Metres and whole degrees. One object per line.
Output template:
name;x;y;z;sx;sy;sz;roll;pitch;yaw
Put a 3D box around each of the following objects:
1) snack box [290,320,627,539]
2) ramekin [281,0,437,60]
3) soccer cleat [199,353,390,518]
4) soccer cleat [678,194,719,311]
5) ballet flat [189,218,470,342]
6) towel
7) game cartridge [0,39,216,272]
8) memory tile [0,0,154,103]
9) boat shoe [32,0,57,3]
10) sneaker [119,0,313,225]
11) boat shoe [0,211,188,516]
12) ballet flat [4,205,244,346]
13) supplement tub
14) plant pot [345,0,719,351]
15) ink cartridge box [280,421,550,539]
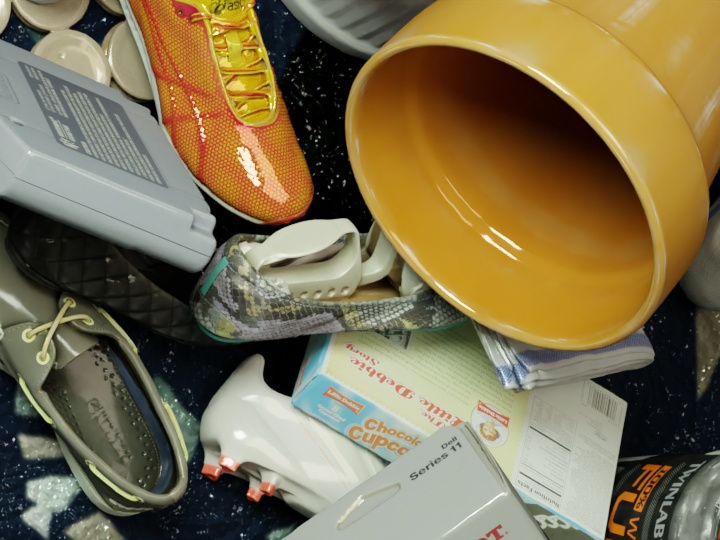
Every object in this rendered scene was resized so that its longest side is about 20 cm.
snack box;0.061;0.078;1.589;0.199;0.037;0.116;31;42;-13
ramekin;0.039;-0.230;1.615;0.199;0.105;0.201;4;82;-27
soccer cleat;-0.002;0.123;1.577;0.200;0.069;0.078;33;67;-18
soccer cleat;0.275;-0.056;1.731;0.070;0.086;0.200;39;68;-19
ballet flat;0.000;0.000;1.526;0.199;0.072;0.072;-5;87;-34
towel;0.094;-0.026;1.580;0.147;0.024;0.201;-6;69;-50
game cartridge;-0.157;-0.067;1.432;0.133;0.200;0.042;18;106;-23
memory tile;-0.186;-0.184;1.541;0.153;0.017;0.201;-16;91;-29
boat shoe;-0.208;-0.239;1.491;0.074;0.060;0.201;-36;101;-27
sneaker;-0.083;-0.117;1.513;0.073;0.077;0.201;-23;81;-29
boat shoe;-0.161;0.048;1.501;0.072;0.060;0.202;-38;102;-24
ballet flat;-0.111;-0.002;1.512;0.199;0.057;0.067;19;36;-44
supplement tub;0.204;0.168;1.604;0.122;0.200;0.123;4;82;-28
plant pot;0.123;-0.090;1.466;0.201;0.200;0.183;53;54;-13
ink cartridge box;0.057;0.207;1.530;0.146;0.083;0.200;-35;121;0
